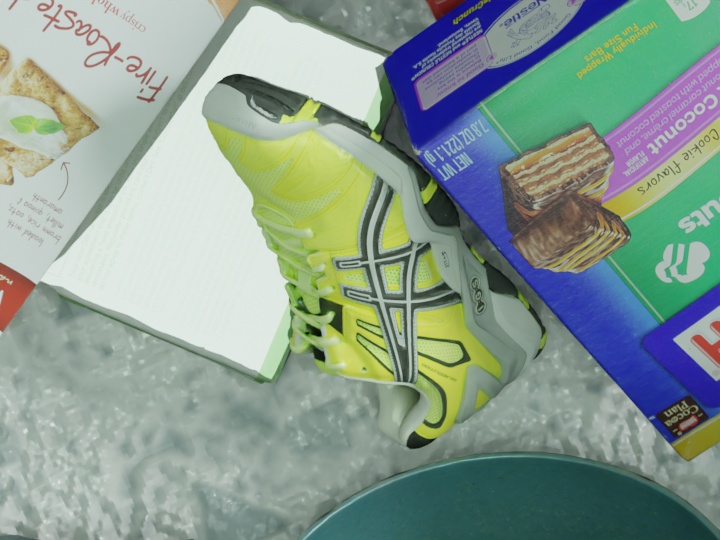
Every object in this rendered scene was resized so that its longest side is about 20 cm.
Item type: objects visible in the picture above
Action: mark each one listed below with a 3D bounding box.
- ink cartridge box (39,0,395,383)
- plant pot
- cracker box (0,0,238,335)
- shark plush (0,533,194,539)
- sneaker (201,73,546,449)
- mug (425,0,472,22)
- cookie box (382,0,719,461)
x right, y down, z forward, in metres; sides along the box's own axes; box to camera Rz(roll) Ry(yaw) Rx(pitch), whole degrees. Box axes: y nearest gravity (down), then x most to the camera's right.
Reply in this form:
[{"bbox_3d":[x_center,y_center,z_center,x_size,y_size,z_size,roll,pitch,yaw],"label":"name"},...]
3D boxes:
[{"bbox_3d":[-0.098,-0.057,1.118,0.199,0.048,0.146,23,94,-1],"label":"ink cartridge box"},{"bbox_3d":[0.062,0.190,1.088,0.199,0.200,0.135,-10,130,0],"label":"plant pot"},{"bbox_3d":[-0.144,-0.085,1.035,0.134,0.058,0.200,33,95,-35],"label":"cracker box"},{"bbox_3d":[-0.165,0.147,1.115,0.199,0.083,0.091,2,95,-1],"label":"shark plush"},{"bbox_3d":[0.000,0.000,1.068,0.076,0.075,0.200,-51,127,-10],"label":"sneaker"},{"bbox_3d":[0.107,-0.164,1.066,0.200,0.133,0.178,-26,70,5],"label":"mug"},{"bbox_3d":[0.137,-0.046,1.054,0.171,0.075,0.200,-34,124,14],"label":"cookie box"}]
